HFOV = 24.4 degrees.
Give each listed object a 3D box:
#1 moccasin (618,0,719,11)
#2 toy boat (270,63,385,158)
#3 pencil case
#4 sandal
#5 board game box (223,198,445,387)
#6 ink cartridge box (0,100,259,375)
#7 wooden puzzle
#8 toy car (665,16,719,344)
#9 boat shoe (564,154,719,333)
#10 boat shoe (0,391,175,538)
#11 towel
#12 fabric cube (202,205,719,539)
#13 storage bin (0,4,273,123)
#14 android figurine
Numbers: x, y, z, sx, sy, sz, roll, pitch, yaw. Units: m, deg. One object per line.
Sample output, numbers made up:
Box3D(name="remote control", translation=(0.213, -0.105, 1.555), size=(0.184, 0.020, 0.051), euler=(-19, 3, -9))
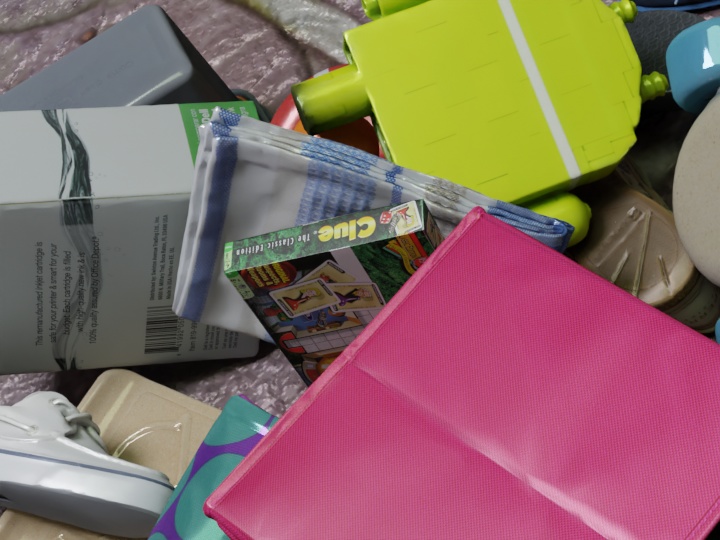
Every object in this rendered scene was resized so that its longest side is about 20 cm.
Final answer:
Box3D(name="moccasin", translation=(0.248, -0.224, 1.032), size=(0.200, 0.068, 0.081), euler=(-19, 50, 12))
Box3D(name="toy boat", translation=(0.000, -0.050, 0.982), size=(0.130, 0.131, 0.200), euler=(-24, 49, 8))
Box3D(name="pencil case", translation=(-0.074, 0.166, 0.841), size=(0.085, 0.092, 0.200), euler=(5, 58, 51))
Box3D(name="sandal", translation=(0.145, -0.120, 1.031), size=(0.200, 0.043, 0.076), euler=(5, 51, 40))
Box3D(name="board game box", translation=(0.018, 0.040, 0.861), size=(0.105, 0.200, 0.023), euler=(-15, 50, 16))
Box3D(name="ink cartridge box", translation=(-0.158, -0.017, 0.974), size=(0.200, 0.147, 0.083), euler=(-4, 46, -15))
Box3D(name="wooden puzzle", translation=(-0.110, 0.166, 0.938), size=(0.200, 0.046, 0.185), euler=(21, 67, 31))
Box3D(name="toy car", translation=(0.281, -0.046, 0.841), size=(0.177, 0.200, 0.185), euler=(-34, 57, 55))
Box3D(name="boat shoe", translation=(0.136, -0.032, 0.958), size=(0.073, 0.063, 0.200), euler=(-44, 44, 11))
Box3D(name="boat shoe", translation=(-0.182, 0.099, 0.935), size=(0.200, 0.074, 0.065), euler=(10, 66, 25))
Box3D(name="towel", translation=(0.000, 0.000, 0.889), size=(0.200, 0.147, 0.024), euler=(17, 41, 0))
Box3D(name="fabric cube", translation=(0.088, 0.131, 0.763), size=(0.199, 0.196, 0.200), euler=(32, 75, 38))
Box3D(name="storage bin", translation=(-0.160, -0.077, 1.078), size=(0.200, 0.134, 0.146), euler=(-31, 49, 1))
Box3D(name="android figurine", translation=(0.069, -0.093, 0.915), size=(0.200, 0.041, 0.182), euler=(-22, 80, -6))
